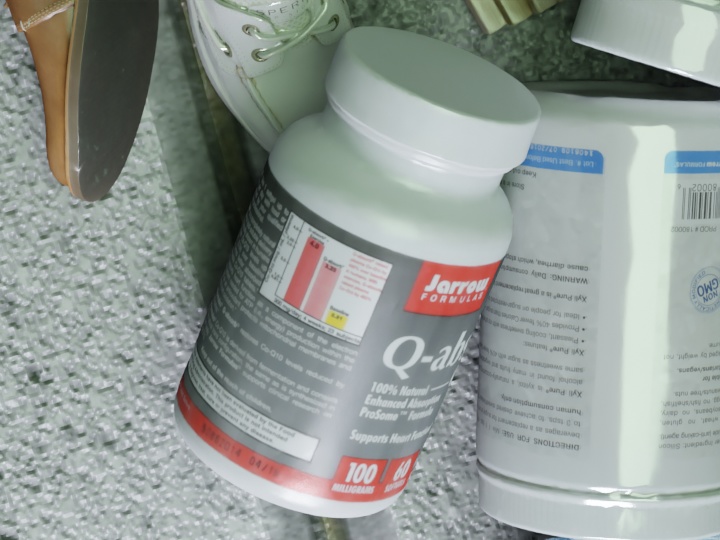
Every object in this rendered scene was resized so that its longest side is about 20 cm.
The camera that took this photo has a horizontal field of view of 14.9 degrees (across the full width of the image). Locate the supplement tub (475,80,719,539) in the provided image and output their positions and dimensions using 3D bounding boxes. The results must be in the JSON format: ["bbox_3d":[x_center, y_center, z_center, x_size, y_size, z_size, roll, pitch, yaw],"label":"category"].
[{"bbox_3d":[0.121,0.015,1.286,0.132,0.132,0.200,1,99,-14],"label":"supplement tub"}]

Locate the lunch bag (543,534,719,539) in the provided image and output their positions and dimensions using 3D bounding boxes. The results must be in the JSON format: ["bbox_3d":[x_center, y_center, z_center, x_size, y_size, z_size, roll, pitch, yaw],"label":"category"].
[{"bbox_3d":[0.151,0.216,1.315,0.169,0.127,0.200,-1,111,-14],"label":"lunch bag"}]

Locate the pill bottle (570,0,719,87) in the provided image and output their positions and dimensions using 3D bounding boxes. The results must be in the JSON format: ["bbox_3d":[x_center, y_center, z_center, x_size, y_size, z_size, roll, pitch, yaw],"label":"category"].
[{"bbox_3d":[0.166,-0.185,1.226,0.109,0.110,0.200,16,96,-15],"label":"pill bottle"}]

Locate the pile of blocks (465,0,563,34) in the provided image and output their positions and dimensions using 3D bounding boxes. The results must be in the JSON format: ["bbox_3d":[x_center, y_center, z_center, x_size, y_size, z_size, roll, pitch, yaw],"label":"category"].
[{"bbox_3d":[0.066,-0.209,1.273,0.082,0.062,0.200,-9,100,-12],"label":"pile of blocks"}]

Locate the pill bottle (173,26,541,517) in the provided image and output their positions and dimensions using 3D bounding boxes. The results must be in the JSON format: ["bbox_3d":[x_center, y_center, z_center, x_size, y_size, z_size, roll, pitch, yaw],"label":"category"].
[{"bbox_3d":[0.000,0.000,1.237,0.116,0.116,0.200,16,112,-15],"label":"pill bottle"}]

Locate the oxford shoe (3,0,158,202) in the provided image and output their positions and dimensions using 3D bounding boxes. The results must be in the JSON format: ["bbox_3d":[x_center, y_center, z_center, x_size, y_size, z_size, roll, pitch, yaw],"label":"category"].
[{"bbox_3d":[-0.135,-0.131,1.245,0.071,0.071,0.200,6,107,22],"label":"oxford shoe"}]

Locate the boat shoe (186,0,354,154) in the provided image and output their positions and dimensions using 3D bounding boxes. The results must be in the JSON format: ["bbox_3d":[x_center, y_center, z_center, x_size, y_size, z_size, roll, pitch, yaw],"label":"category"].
[{"bbox_3d":[-0.044,-0.125,1.255,0.071,0.069,0.200,-32,106,-10],"label":"boat shoe"}]
